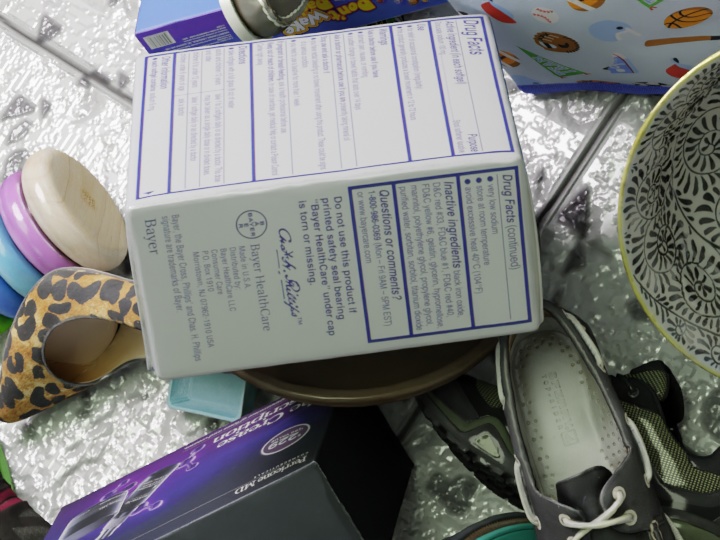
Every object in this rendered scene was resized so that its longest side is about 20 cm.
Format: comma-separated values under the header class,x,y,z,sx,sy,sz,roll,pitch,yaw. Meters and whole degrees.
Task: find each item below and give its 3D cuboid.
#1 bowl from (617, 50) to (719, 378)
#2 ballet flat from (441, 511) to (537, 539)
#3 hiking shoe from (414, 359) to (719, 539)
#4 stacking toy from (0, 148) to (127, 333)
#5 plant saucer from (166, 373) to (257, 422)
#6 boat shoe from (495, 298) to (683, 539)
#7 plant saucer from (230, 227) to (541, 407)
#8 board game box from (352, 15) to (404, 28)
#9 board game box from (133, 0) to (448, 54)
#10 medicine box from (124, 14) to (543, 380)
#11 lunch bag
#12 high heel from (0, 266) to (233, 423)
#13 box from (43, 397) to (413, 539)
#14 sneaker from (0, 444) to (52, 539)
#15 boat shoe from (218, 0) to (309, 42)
class,x,y,z,sx,sy,sz,roll,pitch,yaw
bowl,0.231,-0.043,1.287,0.200,0.094,0.201,1,111,3
ballet flat,0.028,0.179,1.288,0.073,0.200,0.073,16,122,28
hiking shoe,0.124,0.088,1.334,0.200,0.076,0.101,29,78,23
stacking toy,-0.242,0.012,1.546,0.200,0.085,0.086,-35,59,18
plant saucer,-0.071,-0.013,1.462,0.070,0.019,0.201,8,87,48
boat shoe,0.116,0.107,1.255,0.074,0.060,0.201,-17,68,9
plant saucer,0.000,0.000,1.372,0.199,0.030,0.200,-4,49,5
board game box,-0.013,-0.057,1.476,0.134,0.029,0.200,-26,62,16
board game box,-0.033,-0.202,1.509,0.199,0.045,0.135,-13,49,23
medicine box,-0.016,-0.042,1.290,0.199,0.103,0.182,-7,29,1
lunch bag,0.156,-0.176,1.352,0.200,0.170,0.124,5,72,30
high heel,-0.140,0.056,1.453,0.200,0.071,0.143,-46,45,20
box,-0.080,0.147,1.362,0.200,0.141,0.079,-27,106,16
sneaker,-0.227,0.151,1.476,0.077,0.084,0.200,-47,58,5
boat shoe,-0.035,-0.213,1.436,0.060,0.072,0.202,-13,46,29
